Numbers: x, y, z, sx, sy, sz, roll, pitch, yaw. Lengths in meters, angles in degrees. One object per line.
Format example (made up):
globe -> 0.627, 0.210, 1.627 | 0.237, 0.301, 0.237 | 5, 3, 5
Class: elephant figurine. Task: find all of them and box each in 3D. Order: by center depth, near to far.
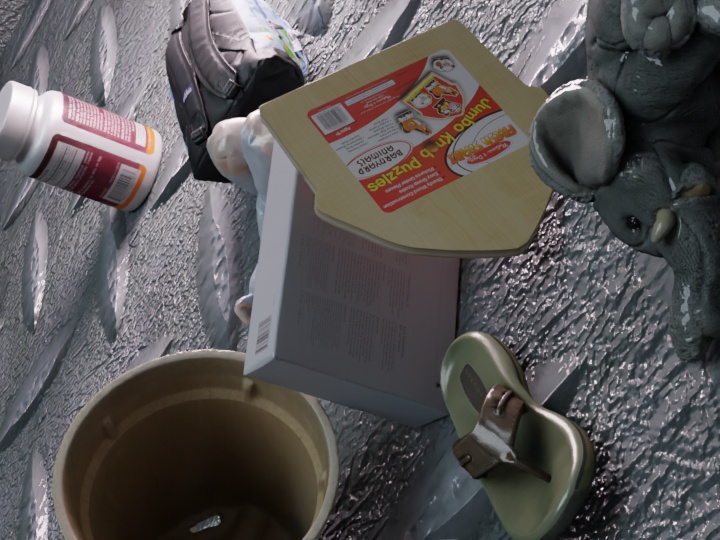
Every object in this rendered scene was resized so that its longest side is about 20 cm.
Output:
elephant figurine -> 0.169, -0.077, 0.785 | 0.155, 0.141, 0.200 | -62, -11, -64

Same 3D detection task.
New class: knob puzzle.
knob puzzle -> 0.053, -0.078, 0.958 | 0.030, 0.219, 0.220 | 93, 177, -55

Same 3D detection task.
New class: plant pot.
plant pot -> -0.110, 0.193, 1.003 | 0.184, 0.200, 0.201 | 86, 180, -52

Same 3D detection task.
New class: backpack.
backpack -> -0.133, -0.210, 1.400 | 0.200, 0.154, 0.163 | 54, 124, 33

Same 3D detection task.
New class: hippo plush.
hippo plush -> -0.064, -0.031, 1.120 | 0.200, 0.159, 0.161 | -21, 54, 54

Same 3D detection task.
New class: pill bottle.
pill bottle -> -0.362, -0.157, 1.687 | 0.114, 0.200, 0.114 | -40, 40, 43

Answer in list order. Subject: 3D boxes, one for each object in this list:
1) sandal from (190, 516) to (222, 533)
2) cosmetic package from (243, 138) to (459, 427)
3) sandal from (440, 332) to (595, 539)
sandal -> -0.120, 0.254, 1.145 | 0.080, 0.057, 0.201 | 96, 154, -54
cosmetic package -> 0.000, 0.000, 0.994 | 0.052, 0.151, 0.200 | -33, 44, 52
sandal -> 0.084, 0.105, 0.858 | 0.080, 0.057, 0.201 | -62, 29, 15
